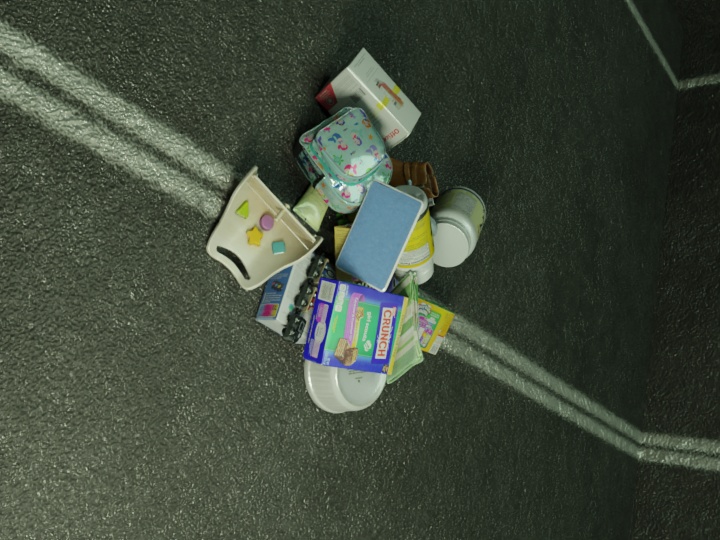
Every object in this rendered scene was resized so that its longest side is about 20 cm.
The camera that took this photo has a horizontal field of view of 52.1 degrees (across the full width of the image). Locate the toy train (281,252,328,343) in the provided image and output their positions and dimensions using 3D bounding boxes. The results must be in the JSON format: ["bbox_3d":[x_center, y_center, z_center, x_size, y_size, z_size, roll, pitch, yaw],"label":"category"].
[{"bbox_3d":[-0.108,0.056,1.508,0.046,0.033,0.204,45,56,-43],"label":"toy train"}]

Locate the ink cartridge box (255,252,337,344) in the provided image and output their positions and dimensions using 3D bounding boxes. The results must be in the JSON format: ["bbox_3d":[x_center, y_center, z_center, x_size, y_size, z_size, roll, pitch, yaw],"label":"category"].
[{"bbox_3d":[-0.128,0.037,1.565,0.136,0.075,0.205,37,63,-43],"label":"ink cartridge box"}]

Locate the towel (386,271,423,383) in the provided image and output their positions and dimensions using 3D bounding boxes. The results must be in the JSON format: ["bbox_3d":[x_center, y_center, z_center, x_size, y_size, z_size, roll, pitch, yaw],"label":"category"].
[{"bbox_3d":[0.090,0.124,1.611,0.023,0.153,0.205,10,60,-23],"label":"towel"}]

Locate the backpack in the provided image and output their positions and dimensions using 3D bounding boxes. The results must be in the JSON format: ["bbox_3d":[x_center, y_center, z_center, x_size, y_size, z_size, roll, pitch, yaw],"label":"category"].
[{"bbox_3d":[-0.027,-0.234,1.586,0.176,0.150,0.203,-35,97,-25],"label":"backpack"}]

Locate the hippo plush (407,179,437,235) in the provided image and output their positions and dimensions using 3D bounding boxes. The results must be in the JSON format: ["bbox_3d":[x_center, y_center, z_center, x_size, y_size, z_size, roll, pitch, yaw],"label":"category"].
[{"bbox_3d":[0.093,-0.083,1.755,0.158,0.199,0.163,36,69,-17],"label":"hippo plush"}]

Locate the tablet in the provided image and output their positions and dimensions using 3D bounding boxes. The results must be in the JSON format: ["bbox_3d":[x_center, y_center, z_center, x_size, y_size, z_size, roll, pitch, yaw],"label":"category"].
[{"bbox_3d":[0.039,-0.073,1.521,0.204,0.128,0.014,-65,158,3],"label":"tablet"}]

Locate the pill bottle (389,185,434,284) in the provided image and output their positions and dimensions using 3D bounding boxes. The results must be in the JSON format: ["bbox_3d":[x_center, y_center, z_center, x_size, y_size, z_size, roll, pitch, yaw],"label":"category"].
[{"bbox_3d":[0.104,-0.073,1.621,0.115,0.112,0.203,-52,143,-36],"label":"pill bottle"}]

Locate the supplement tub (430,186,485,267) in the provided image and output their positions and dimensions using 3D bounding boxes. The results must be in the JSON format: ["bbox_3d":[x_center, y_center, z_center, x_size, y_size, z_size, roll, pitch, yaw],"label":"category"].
[{"bbox_3d":[0.241,-0.114,1.914,0.148,0.142,0.201,66,30,-23],"label":"supplement tub"}]

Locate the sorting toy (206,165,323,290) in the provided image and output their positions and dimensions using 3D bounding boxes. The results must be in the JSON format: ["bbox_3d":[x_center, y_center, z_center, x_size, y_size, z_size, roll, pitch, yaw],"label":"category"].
[{"bbox_3d":[-0.209,-0.066,1.467,0.200,0.106,0.181,46,69,-15],"label":"sorting toy"}]

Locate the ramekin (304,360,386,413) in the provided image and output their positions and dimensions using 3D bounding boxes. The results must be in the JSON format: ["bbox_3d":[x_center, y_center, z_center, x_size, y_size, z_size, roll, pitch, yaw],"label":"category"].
[{"bbox_3d":[-0.024,0.220,1.649,0.199,0.093,0.209,-1,91,-42],"label":"ramekin"}]

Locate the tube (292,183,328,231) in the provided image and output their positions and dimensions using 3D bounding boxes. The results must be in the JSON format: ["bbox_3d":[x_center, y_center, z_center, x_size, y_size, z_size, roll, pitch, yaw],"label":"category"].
[{"bbox_3d":[-0.082,-0.191,1.654,0.052,0.057,0.203,86,27,-63],"label":"tube"}]

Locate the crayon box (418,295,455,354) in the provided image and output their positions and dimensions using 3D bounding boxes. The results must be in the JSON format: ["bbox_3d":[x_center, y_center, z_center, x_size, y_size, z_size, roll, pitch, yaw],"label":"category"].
[{"bbox_3d":[0.148,0.131,1.849,0.198,0.058,0.121,24,94,-52],"label":"crayon box"}]

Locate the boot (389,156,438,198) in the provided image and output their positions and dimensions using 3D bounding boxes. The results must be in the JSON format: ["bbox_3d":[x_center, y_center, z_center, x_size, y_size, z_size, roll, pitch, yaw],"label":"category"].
[{"bbox_3d":[0.096,-0.247,1.774,0.202,0.152,0.074,55,52,-31],"label":"boot"}]

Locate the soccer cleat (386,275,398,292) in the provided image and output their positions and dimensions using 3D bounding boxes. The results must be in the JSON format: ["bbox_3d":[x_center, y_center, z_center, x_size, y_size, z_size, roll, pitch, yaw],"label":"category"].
[{"bbox_3d":[0.108,0.010,1.858,0.199,0.068,0.074,-38,88,-35],"label":"soccer cleat"}]

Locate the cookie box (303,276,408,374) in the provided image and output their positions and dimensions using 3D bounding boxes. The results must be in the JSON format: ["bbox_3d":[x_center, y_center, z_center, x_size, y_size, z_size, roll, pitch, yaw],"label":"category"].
[{"bbox_3d":[-0.007,0.118,1.541,0.197,0.074,0.176,13,89,-40],"label":"cookie box"}]

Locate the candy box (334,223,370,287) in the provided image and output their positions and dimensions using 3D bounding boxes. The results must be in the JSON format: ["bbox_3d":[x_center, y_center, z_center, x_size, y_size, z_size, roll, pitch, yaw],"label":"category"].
[{"bbox_3d":[0.000,0.000,1.623,0.115,0.055,0.206,-15,108,-49],"label":"candy box"}]

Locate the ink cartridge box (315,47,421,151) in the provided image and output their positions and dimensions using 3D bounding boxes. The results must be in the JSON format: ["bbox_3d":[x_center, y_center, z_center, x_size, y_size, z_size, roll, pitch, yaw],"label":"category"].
[{"bbox_3d":[0.018,-0.370,1.658,0.200,0.144,0.084,45,54,-15],"label":"ink cartridge box"}]

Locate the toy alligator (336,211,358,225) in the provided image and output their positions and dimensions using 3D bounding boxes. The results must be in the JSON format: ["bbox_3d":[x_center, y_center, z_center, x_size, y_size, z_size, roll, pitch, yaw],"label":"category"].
[{"bbox_3d":[-0.027,-0.173,1.710,0.053,0.059,0.206,4,84,-7],"label":"toy alligator"}]
